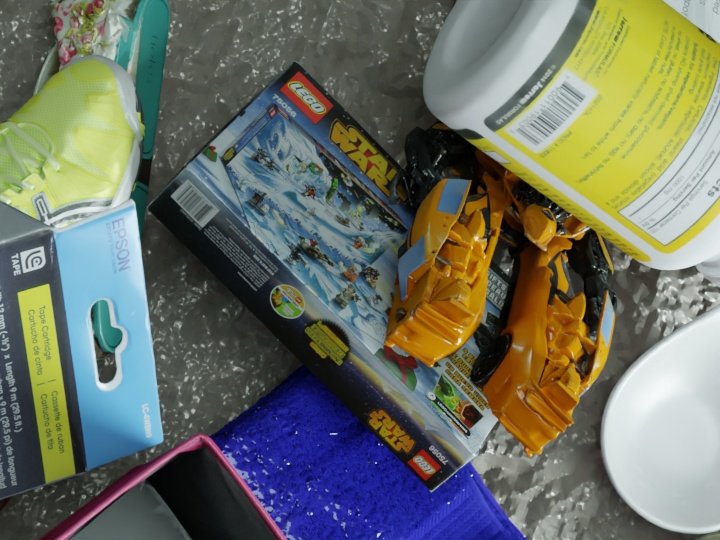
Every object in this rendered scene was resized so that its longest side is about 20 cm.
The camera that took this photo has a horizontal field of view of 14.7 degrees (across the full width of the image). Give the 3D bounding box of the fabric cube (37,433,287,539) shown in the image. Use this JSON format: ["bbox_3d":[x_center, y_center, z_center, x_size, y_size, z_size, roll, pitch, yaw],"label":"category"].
[{"bbox_3d":[-0.110,0.215,1.304,0.200,0.199,0.196,-37,93,-15],"label":"fabric cube"}]

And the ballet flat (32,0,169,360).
[{"bbox_3d":[-0.139,-0.053,1.410,0.064,0.076,0.200,3,76,18],"label":"ballet flat"}]

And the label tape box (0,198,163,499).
[{"bbox_3d":[-0.199,0.040,1.282,0.200,0.066,0.143,-18,128,-19],"label":"label tape box"}]

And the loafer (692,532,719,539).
[{"bbox_3d":[0.242,0.214,1.454,0.200,0.068,0.076,45,75,-4],"label":"loafer"}]

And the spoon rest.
[{"bbox_3d":[0.196,0.044,1.472,0.099,0.061,0.200,29,76,-8],"label":"spoon rest"}]

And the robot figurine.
[{"bbox_3d":[0.078,-0.004,1.402,0.145,0.058,0.200,38,36,-15],"label":"robot figurine"}]

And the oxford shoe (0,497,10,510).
[{"bbox_3d":[-0.275,0.112,1.356,0.200,0.070,0.075,-16,65,-18],"label":"oxford shoe"}]

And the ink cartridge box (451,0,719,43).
[{"bbox_3d":[0.166,-0.164,1.480,0.200,0.084,0.144,20,78,-9],"label":"ink cartridge box"}]

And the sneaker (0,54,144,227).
[{"bbox_3d":[-0.179,-0.022,1.334,0.075,0.076,0.200,36,86,25],"label":"sneaker"}]

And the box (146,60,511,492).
[{"bbox_3d":[0.000,0.000,1.402,0.200,0.040,0.137,46,35,-3],"label":"box"}]

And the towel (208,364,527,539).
[{"bbox_3d":[0.020,0.134,1.392,0.200,0.050,0.148,52,44,0],"label":"towel"}]

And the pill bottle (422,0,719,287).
[{"bbox_3d":[0.139,-0.072,1.383,0.200,0.112,0.113,34,76,-20],"label":"pill bottle"}]
